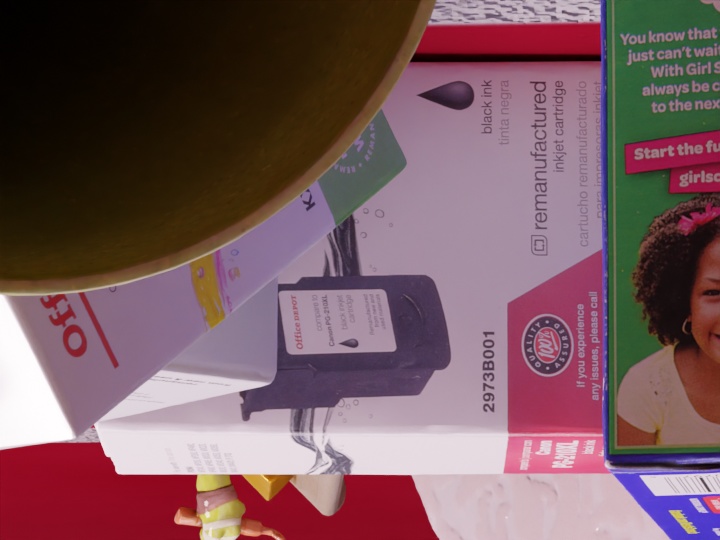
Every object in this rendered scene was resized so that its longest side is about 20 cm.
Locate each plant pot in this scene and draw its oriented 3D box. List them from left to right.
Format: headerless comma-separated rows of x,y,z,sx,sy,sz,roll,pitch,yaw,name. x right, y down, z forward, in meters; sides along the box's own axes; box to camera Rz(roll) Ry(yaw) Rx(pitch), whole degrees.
-0.100,-0.096,0.641,0.186,0.188,0.200,6,-178,-23,plant pot

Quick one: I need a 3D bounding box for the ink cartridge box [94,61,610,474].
0.000,0.000,1.078,0.199,0.146,0.084,0,166,1,ink cartridge box

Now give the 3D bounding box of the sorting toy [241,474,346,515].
-0.078,0.031,1.222,0.185,0.036,0.200,45,173,8,sorting toy

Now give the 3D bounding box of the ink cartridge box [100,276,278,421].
-0.118,-0.021,0.987,0.083,0.145,0.200,10,165,-38,ink cartridge box

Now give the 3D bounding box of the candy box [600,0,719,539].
0.111,-0.032,0.800,0.077,0.201,0.169,-4,168,11,candy box

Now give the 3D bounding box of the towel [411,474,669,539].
0.086,0.077,1.181,0.032,0.201,0.191,0,143,-32,towel

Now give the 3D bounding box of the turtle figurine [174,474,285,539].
-0.074,0.058,1.360,0.161,0.201,0.065,17,149,13,turtle figurine

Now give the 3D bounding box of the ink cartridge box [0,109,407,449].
-0.087,-0.027,0.805,0.067,0.117,0.200,-10,-157,46,ink cartridge box
